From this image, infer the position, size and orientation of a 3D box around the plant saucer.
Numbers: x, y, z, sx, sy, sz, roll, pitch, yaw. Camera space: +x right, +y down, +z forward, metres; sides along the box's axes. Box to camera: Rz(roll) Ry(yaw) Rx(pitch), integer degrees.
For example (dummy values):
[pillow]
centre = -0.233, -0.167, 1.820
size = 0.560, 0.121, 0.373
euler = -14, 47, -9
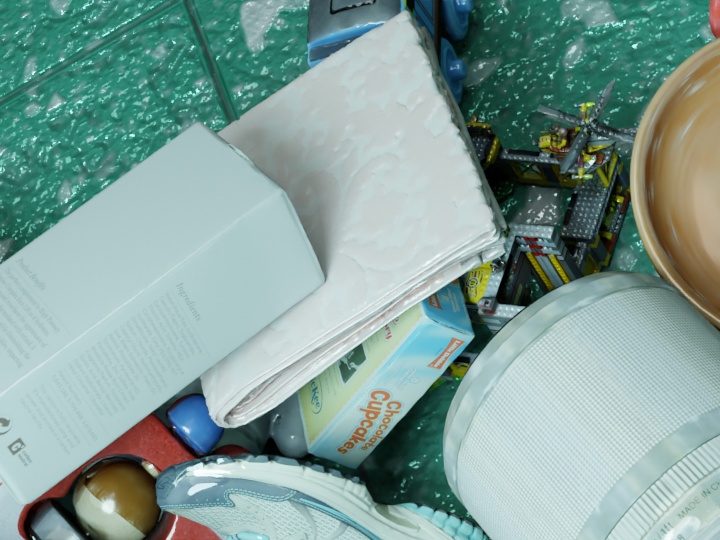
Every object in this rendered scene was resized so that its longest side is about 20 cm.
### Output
[plant saucer]
centre = 0.247, -0.043, 1.062
size = 0.198, 0.037, 0.202
euler = -2, 69, 6

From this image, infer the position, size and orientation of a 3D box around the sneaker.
[sneaker]
centre = -0.019, 0.153, 1.020
size = 0.077, 0.199, 0.087
euler = -16, 57, 59

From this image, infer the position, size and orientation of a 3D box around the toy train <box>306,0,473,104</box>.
[toy train]
centre = 0.020, -0.185, 1.246
size = 0.086, 0.114, 0.201
euler = -9, 58, 21

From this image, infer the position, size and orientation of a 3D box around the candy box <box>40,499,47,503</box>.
[candy box]
centre = -0.250, 0.089, 1.162
size = 0.200, 0.077, 0.170
euler = 41, 124, 52

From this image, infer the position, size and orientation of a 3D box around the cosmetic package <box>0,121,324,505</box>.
[cosmetic package]
centre = -0.128, 0.019, 1.014
size = 0.199, 0.074, 0.102
euler = -35, 40, -12

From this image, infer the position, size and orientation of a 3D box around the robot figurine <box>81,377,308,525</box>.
[robot figurine]
centre = -0.106, 0.067, 1.157
size = 0.168, 0.113, 0.201
euler = 9, 62, 1

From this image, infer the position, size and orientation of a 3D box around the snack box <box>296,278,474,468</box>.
[snack box]
centre = 0.000, 0.000, 1.112
size = 0.116, 0.037, 0.201
euler = -50, 34, 31

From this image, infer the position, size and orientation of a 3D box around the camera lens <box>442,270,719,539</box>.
[camera lens]
centre = 0.148, 0.111, 0.971
size = 0.160, 0.160, 0.200
euler = -40, 51, -1

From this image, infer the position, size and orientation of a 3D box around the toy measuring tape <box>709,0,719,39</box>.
[toy measuring tape]
centre = 0.228, -0.120, 1.131
size = 0.073, 0.074, 0.201
euler = 11, 66, 31

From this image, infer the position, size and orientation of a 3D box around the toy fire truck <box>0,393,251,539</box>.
[toy fire truck]
centre = -0.113, 0.159, 1.062
size = 0.168, 0.200, 0.112
euler = -45, 18, -9

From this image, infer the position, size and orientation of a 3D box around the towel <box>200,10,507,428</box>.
[towel]
centre = -0.021, -0.033, 1.075
size = 0.190, 0.032, 0.201
euler = -32, 43, 15

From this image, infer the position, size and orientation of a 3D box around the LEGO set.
[LEGO set]
centre = 0.075, -0.023, 1.117
size = 0.153, 0.116, 0.201
euler = 15, 69, 33
